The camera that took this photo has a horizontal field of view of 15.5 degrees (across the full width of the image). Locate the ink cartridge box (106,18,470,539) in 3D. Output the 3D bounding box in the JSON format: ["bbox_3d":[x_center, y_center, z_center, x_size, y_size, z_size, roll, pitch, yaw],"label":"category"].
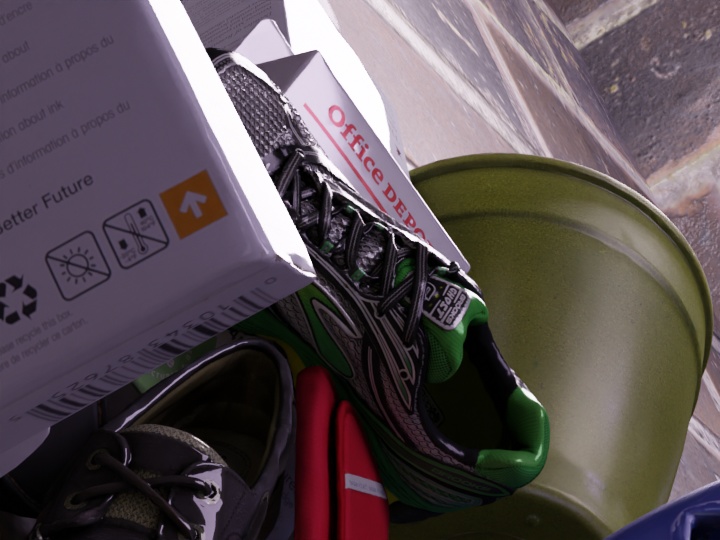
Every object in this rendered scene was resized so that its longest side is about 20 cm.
[{"bbox_3d":[-0.035,-0.001,0.999,0.117,0.067,0.200,54,51,-25],"label":"ink cartridge box"}]

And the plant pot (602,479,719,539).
[{"bbox_3d":[0.099,0.206,0.926,0.200,0.179,0.200,110,-36,-53],"label":"plant pot"}]

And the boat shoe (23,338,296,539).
[{"bbox_3d":[-0.067,0.076,0.814,0.072,0.066,0.201,18,23,9],"label":"boat shoe"}]

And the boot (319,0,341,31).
[{"bbox_3d":[-0.056,-0.159,1.522,0.200,0.072,0.167,50,13,-52],"label":"boot"}]

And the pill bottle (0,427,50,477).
[{"bbox_3d":[-0.162,-0.028,0.693,0.200,0.112,0.112,62,12,11],"label":"pill bottle"}]

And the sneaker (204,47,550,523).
[{"bbox_3d":[0.000,0.000,0.925,0.200,0.085,0.078,51,52,-20],"label":"sneaker"}]

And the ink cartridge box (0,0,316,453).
[{"bbox_3d":[-0.140,-0.039,0.608,0.200,0.197,0.047,64,10,18],"label":"ink cartridge box"}]

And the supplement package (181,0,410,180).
[{"bbox_3d":[-0.047,-0.038,1.187,0.114,0.109,0.200,52,14,-29],"label":"supplement package"}]

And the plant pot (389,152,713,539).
[{"bbox_3d":[0.063,0.082,1.211,0.200,0.200,0.193,53,25,-27],"label":"plant pot"}]

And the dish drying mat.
[{"bbox_3d":[-0.004,0.119,0.844,0.200,0.018,0.077,-91,166,-54],"label":"dish drying mat"}]

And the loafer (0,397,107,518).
[{"bbox_3d":[-0.108,0.009,0.807,0.072,0.073,0.200,21,-36,31],"label":"loafer"}]
